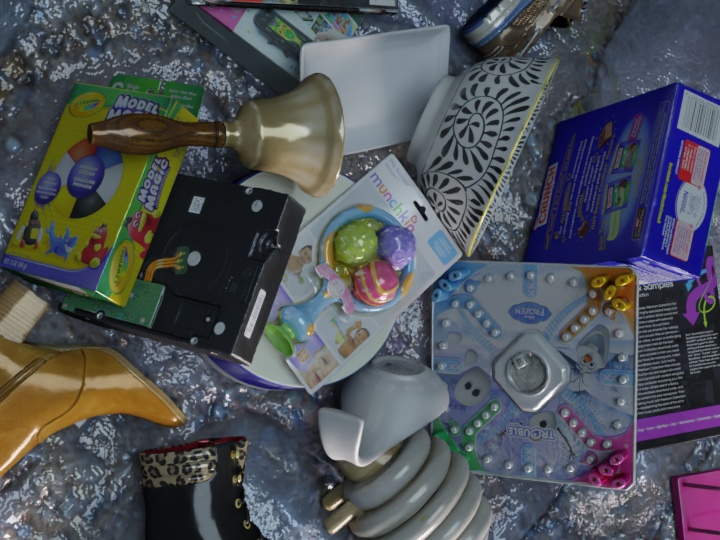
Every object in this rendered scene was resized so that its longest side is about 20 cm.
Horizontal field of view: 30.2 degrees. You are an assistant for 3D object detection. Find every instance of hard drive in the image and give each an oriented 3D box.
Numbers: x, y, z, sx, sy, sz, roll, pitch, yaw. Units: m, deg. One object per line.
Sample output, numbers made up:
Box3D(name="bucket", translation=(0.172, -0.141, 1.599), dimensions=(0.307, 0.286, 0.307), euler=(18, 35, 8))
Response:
Box3D(name="hard drive", translation=(-0.153, -0.009, 1.111), dimensions=(0.038, 0.198, 0.141), euler=(38, 67, -56))

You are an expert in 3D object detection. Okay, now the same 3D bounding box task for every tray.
Box3D(name="tray", translation=(0.009, -0.167, 1.236), dimensions=(0.199, 0.022, 0.109), euler=(-17, 118, -44))

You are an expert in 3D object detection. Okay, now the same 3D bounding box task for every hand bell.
Box3D(name="hand bell", translation=(-0.123, -0.109, 1.081), dimensions=(0.198, 0.104, 0.105), euler=(-3, 87, -27))

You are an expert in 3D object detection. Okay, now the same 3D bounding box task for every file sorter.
Box3D(name="file sorter", translation=(0.419, 0.305, 1.360), dimensions=(0.138, 0.125, 0.202), euler=(-5, 88, -23))

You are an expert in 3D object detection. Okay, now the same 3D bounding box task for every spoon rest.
Box3D(name="spoon rest", translation=(0.014, 0.123, 1.172), dimensions=(0.098, 0.200, 0.061), euler=(13, 105, 19))

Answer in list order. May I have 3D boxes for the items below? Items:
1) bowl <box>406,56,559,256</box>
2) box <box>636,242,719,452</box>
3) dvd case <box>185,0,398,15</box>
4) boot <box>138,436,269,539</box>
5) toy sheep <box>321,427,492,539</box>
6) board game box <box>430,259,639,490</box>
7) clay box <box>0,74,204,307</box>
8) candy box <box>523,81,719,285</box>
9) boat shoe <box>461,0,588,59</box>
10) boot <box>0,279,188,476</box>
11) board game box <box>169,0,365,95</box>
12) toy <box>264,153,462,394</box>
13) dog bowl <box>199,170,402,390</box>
Box3D(name="bowl", translation=(0.103, -0.124, 1.245), dimensions=(0.094, 0.201, 0.202), euler=(26, 75, 6))
Box3D(name="box", translation=(0.312, 0.078, 1.381), dimensions=(0.142, 0.036, 0.202), euler=(-6, 89, -24))
Box3D(name="dvd case", translation=(-0.061, -0.304, 1.190), dimensions=(0.198, 0.022, 0.148), euler=(-2, 88, -22))
Box3D(name="boot", translation=(-0.103, 0.222, 1.173), dimensions=(0.198, 0.073, 0.152), euler=(-5, 88, -18))
Box3D(name="toy sheep", translation=(0.050, 0.218, 1.208), dimensions=(0.200, 0.138, 0.138), euler=(47, 70, -14))
Box3D(name="board game box", translation=(0.153, 0.094, 1.225), dimensions=(0.026, 0.198, 0.202), euler=(-9, 100, -64))
Box3D(name="clay box", translation=(-0.214, -0.079, 1.122), dimensions=(0.048, 0.114, 0.202), euler=(36, 69, -56))
Box3D(name="candy box", translation=(0.251, -0.073, 1.276), dimensions=(0.076, 0.200, 0.171), euler=(20, 78, -23))
Box3D(name="boat shoe", translation=(0.189, -0.277, 1.343), dimensions=(0.200, 0.072, 0.073), euler=(-43, 107, -10))
Box3D(name="boot", translation=(-0.260, 0.119, 1.120), dimensions=(0.201, 0.071, 0.145), euler=(37, 79, -13))
Box3D(name="board game box", translation=(-0.059, -0.280, 1.234), dimensions=(0.147, 0.064, 0.201), euler=(35, 73, -18))
Box3D(name="toy", translation=(0.000, 0.000, 1.160), dimensions=(0.200, 0.047, 0.116), euler=(-41, 103, -20))
Box3D(name="dog bowl", translation=(-0.064, 0.007, 1.200), dimensions=(0.198, 0.079, 0.202), euler=(2, 85, -23))
